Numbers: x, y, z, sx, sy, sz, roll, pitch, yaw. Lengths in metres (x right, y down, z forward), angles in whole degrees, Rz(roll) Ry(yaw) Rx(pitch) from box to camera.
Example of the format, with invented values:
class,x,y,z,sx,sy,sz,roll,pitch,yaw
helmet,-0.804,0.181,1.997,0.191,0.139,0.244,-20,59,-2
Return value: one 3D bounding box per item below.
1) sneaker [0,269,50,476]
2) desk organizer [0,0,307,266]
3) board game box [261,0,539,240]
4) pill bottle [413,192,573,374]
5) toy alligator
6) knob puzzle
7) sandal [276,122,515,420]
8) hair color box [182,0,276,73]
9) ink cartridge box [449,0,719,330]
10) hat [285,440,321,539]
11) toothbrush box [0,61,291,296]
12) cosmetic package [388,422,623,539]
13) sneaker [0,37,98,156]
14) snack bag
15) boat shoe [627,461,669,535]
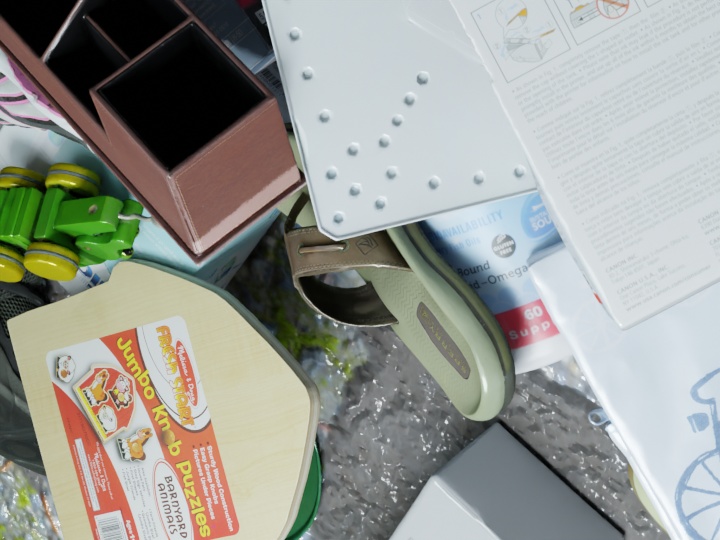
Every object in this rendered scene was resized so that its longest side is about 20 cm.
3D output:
class,x,y,z,sx,sy,sz,roll,pitch,yaw
sneaker,-0.211,0.046,1.699,0.076,0.114,0.200,-6,139,36
desk organizer,-0.117,-0.105,1.347,0.200,0.072,0.077,46,166,28
board game box,0.055,-0.134,1.298,0.199,0.026,0.201,-14,98,2
pill bottle,0.064,-0.056,1.380,0.109,0.109,0.200,-14,106,43
toy alligator,-0.151,-0.022,1.498,0.200,0.059,0.054,-1,157,39
knob puzzle,-0.097,0.088,1.524,0.219,0.030,0.221,7,102,34
sandal,0.001,0.000,1.364,0.201,0.057,0.080,49,156,29
hair color box,-0.090,-0.201,1.424,0.200,0.099,0.061,54,136,-1
ink cartridge box,0.144,-0.095,1.276,0.162,0.050,0.200,-28,88,4
hat,-0.131,0.139,1.605,0.200,0.176,0.166,-4,115,40
toothbrush box,-0.114,-0.069,1.532,0.146,0.085,0.200,45,134,8
cosmetic package,0.055,0.192,1.563,0.101,0.071,0.200,42,134,11
sneaker,-0.169,-0.108,1.458,0.200,0.080,0.086,35,154,21
snack bag,0.199,0.035,1.326,0.188,0.021,0.200,-30,95,12
boat shoe,0.225,0.146,1.401,0.201,0.073,0.063,48,140,15
